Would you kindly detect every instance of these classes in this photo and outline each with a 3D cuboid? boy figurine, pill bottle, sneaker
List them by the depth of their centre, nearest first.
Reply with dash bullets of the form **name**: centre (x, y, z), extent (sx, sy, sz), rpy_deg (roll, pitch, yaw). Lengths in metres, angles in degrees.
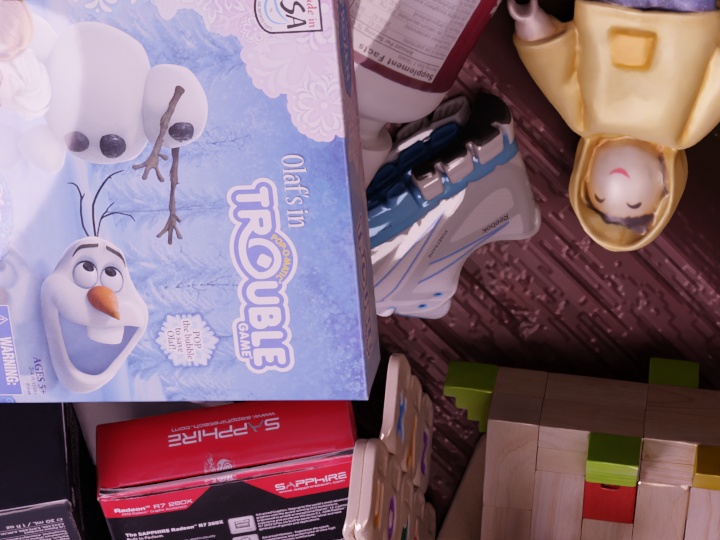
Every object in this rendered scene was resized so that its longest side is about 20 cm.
- **pill bottle**: centre (0.010, -0.137, 0.987), extent (0.109, 0.110, 0.201), rpy_deg (26, 109, -16)
- **boy figurine**: centre (0.127, -0.102, 1.034), extent (0.123, 0.065, 0.201), rpy_deg (11, 122, 8)
- **sneaker**: centre (0.000, 0.000, 1.070), extent (0.199, 0.075, 0.087), rpy_deg (-27, 120, 6)

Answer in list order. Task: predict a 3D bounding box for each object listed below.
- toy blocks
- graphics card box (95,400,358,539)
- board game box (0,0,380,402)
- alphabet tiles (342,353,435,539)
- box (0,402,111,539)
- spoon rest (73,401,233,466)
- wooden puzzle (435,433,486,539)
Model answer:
- **toy blocks**: centre (0.136, 0.127, 1.101), extent (0.199, 0.100, 0.138), rpy_deg (6, 120, 7)
- **graphics card box**: centre (-0.053, 0.143, 1.095), extent (0.125, 0.051, 0.201), rpy_deg (-10, 137, 0)
- **board game box**: centre (-0.098, -0.039, 0.961), extent (0.198, 0.043, 0.201), rpy_deg (-2, 115, 8)
- **alphabet tiles**: centre (0.013, 0.147, 1.063), extent (0.014, 0.200, 0.197), rpy_deg (2, 74, 10)
- **box**: centre (-0.227, 0.131, 1.066), extent (0.199, 0.079, 0.142), rpy_deg (-8, 141, -1)
- **spoon rest**: centre (-0.136, 0.052, 1.074), extent (0.200, 0.061, 0.099), rpy_deg (41, 137, -17)
- **wooden puzzle**: centre (0.127, 0.190, 1.188), extent (0.199, 0.037, 0.186), rpy_deg (19, 110, -8)
